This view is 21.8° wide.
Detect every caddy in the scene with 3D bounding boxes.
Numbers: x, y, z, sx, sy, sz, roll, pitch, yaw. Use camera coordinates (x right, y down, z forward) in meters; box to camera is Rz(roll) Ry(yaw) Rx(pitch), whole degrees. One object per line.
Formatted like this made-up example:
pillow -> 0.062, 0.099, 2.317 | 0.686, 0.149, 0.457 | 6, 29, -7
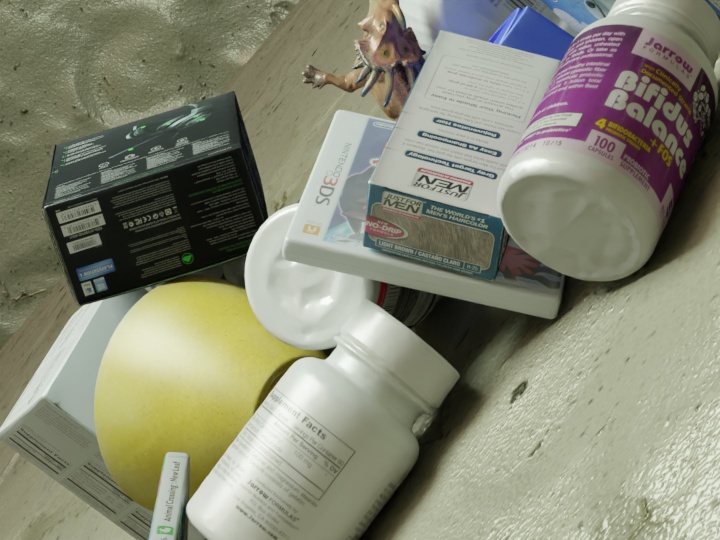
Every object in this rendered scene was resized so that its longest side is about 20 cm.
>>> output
caddy -> 0.120, -0.118, 1.508 | 0.201, 0.105, 0.141 | -51, 6, 5

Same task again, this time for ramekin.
ramekin -> 0.135, -0.247, 1.617 | 0.201, 0.200, 0.098 | -50, 21, 4

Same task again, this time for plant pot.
plant pot -> -0.094, 0.111, 1.510 | 0.141, 0.200, 0.201 | 8, 57, 46

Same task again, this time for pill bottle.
pill bottle -> 0.176, -0.100, 1.261 | 0.112, 0.112, 0.201 | -32, 24, 53
pill bottle -> 0.000, 0.000, 1.467 | 0.111, 0.111, 0.200 | -46, -15, 19
pill bottle -> -0.023, 0.127, 1.328 | 0.201, 0.114, 0.114 | -52, 13, -4

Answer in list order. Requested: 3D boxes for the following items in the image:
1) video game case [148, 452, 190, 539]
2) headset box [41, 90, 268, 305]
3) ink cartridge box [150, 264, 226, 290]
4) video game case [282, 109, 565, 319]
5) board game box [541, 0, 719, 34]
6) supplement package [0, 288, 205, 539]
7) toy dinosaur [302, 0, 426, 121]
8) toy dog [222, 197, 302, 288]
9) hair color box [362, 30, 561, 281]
video game case -> -0.141, 0.259, 1.332 | 0.182, 0.022, 0.202 | -93, 7, -70
headset box -> -0.173, -0.068, 1.601 | 0.172, 0.094, 0.200 | -17, 21, -1
ink cartridge box -> -0.117, 0.021, 1.757 | 0.076, 0.200, 0.137 | -49, 51, 8
video game case -> 0.058, -0.046, 1.366 | 0.183, 0.198, 0.023 | -71, -8, -53
board game box -> 0.179, -0.246, 1.442 | 0.044, 0.199, 0.199 | -53, 13, -11
supplement package -> -0.195, 0.133, 1.693 | 0.111, 0.199, 0.156 | -36, 21, 49
toy dinosaur -> 0.041, -0.153, 1.614 | 0.086, 0.200, 0.135 | -51, 26, -11
toy dog -> -0.014, -0.033, 1.618 | 0.199, 0.097, 0.132 | -39, -2, 12
hair color box -> 0.075, -0.086, 1.344 | 0.201, 0.099, 0.061 | -65, -14, -48
